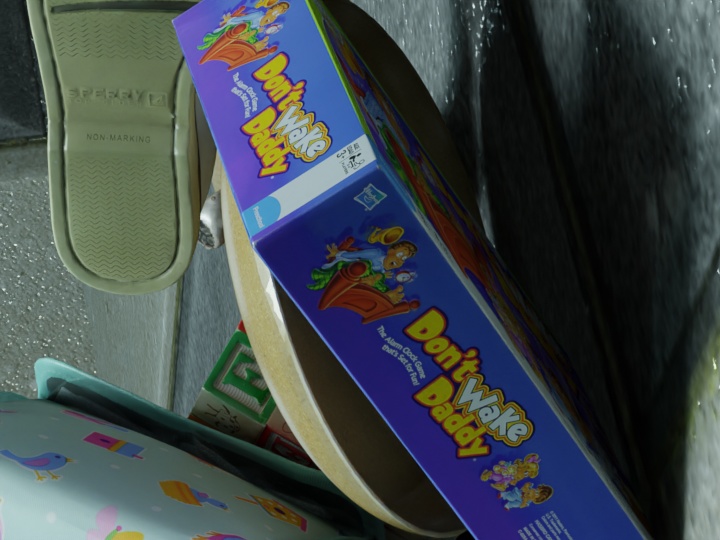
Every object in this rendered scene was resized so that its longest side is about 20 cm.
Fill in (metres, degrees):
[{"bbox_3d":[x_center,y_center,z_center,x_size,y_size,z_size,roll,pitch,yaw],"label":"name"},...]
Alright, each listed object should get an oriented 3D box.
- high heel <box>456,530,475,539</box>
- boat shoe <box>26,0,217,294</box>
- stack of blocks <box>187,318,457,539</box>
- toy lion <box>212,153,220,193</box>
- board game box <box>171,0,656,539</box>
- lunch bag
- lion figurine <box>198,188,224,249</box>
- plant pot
[{"bbox_3d":[0.020,0.184,1.125,0.068,0.096,0.201,-111,17,-54],"label":"high heel"},{"bbox_3d":[-0.076,-0.091,0.950,0.069,0.074,0.201,-84,4,-54],"label":"boat shoe"},{"bbox_3d":[-0.019,0.087,1.145,0.059,0.115,0.200,-60,0,-25],"label":"stack of blocks"},{"bbox_3d":[-0.007,0.010,1.270,0.192,0.068,0.201,158,103,-72],"label":"toy lion"},{"bbox_3d":[0.021,0.010,0.882,0.200,0.045,0.135,53,-171,-36],"label":"board game box"},{"bbox_3d":[-0.087,0.114,1.050,0.200,0.170,0.123,-7,-64,-70],"label":"lunch bag"},{"bbox_3d":[-0.023,-0.079,1.069,0.072,0.122,0.201,18,136,37],"label":"lion figurine"},{"bbox_3d":[0.000,0.000,0.994,0.200,0.027,0.201,45,-143,-48],"label":"plant pot"}]
